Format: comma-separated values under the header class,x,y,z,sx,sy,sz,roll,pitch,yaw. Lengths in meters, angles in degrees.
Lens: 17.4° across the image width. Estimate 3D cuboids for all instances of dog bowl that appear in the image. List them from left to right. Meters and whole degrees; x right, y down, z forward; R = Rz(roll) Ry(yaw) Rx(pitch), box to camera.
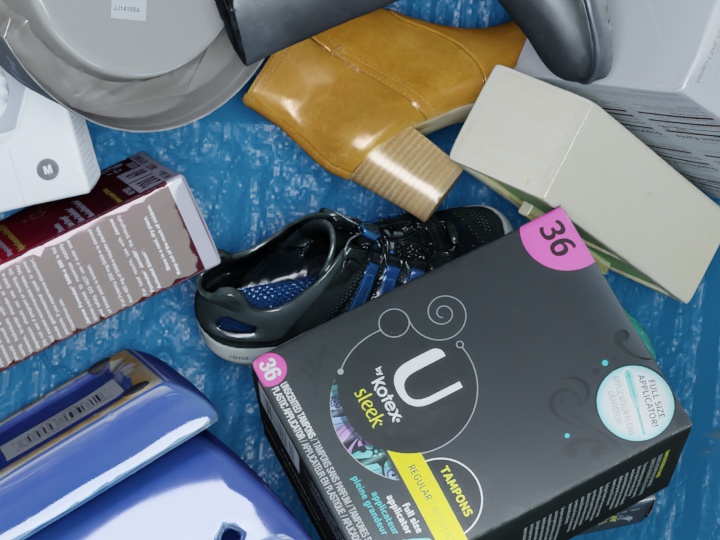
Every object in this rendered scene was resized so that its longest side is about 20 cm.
class,x,y,z,sx,sy,sz,roll,pitch,yaw
dog bowl,-0.131,-0.176,1.270,0.200,0.059,0.201,-4,97,-36

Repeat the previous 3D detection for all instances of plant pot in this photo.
class,x,y,z,sx,sy,sz,roll,pitch,yaw
plant pot,-0.139,0.161,1.353,0.200,0.200,0.180,-31,102,-9

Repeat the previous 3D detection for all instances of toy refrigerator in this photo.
class,x,y,z,sx,sy,sz,roll,pitch,yaw
toy refrigerator,0.140,-0.046,1.408,0.200,0.076,0.070,30,87,-54

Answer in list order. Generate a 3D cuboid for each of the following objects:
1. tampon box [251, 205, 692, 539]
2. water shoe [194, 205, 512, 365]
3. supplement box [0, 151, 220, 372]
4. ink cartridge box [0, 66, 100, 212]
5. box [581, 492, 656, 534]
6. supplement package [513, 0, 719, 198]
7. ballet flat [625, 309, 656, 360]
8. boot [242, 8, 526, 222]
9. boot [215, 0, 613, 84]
class,x,y,z,sx,sy,sz,roll,pitch,yaw
tampon box,0.061,0.087,1.325,0.200,0.126,0.150,-27,71,-9
water shoe,0.000,0.000,1.386,0.199,0.072,0.079,-20,148,-10
supplement box,-0.191,0.006,1.349,0.200,0.109,0.061,-28,107,-12
ink cartridge box,-0.265,-0.119,1.306,0.199,0.041,0.201,-14,104,6
box,0.064,0.090,1.419,0.199,0.051,0.158,-11,69,-4
supplement package,0.233,-0.156,1.389,0.200,0.147,0.192,27,82,-38
ballet flat,0.101,0.091,1.472,0.200,0.070,0.067,-31,133,-10
boot,0.032,-0.137,1.414,0.144,0.071,0.201,38,63,3
boot,0.023,-0.153,1.274,0.199,0.066,0.165,-20,94,-18
